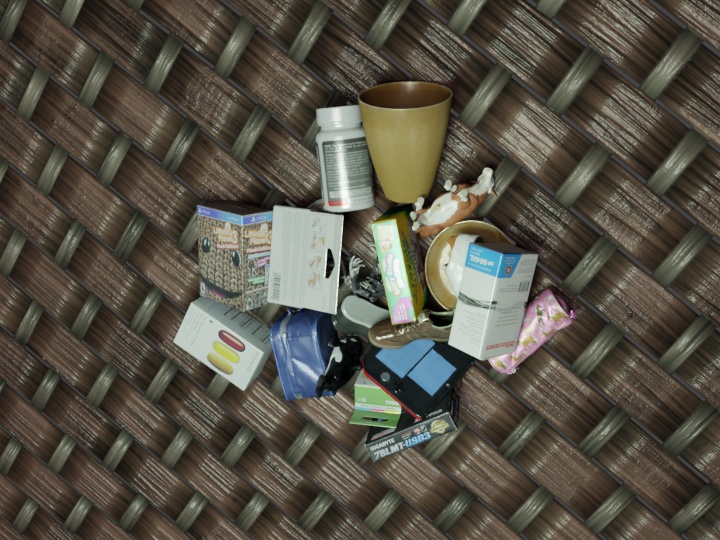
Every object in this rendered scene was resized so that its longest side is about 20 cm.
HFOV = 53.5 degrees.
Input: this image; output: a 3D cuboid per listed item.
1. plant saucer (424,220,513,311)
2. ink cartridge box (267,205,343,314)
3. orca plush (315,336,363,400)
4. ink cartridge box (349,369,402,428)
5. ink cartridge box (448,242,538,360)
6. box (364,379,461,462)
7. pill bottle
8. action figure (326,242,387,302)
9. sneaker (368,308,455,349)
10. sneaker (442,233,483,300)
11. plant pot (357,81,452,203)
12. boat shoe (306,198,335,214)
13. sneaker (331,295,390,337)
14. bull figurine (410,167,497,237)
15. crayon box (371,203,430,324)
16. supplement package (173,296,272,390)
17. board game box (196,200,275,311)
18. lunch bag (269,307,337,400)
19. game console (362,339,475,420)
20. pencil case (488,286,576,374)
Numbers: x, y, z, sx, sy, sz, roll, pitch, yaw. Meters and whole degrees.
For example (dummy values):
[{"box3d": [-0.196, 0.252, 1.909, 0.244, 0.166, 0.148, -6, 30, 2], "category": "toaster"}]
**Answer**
[{"box3d": [0.232, -0.005, 1.483, 0.194, 0.035, 0.207, 4, 105, 13], "category": "plant saucer"}, {"box3d": [-0.108, -0.024, 1.481, 0.172, 0.044, 0.207, 9, 99, 26], "category": "ink cartridge box"}, {"box3d": [-0.031, 0.196, 1.511, 0.069, 0.199, 0.109, -8, 96, 23], "category": "orca plush"}, {"box3d": [0.045, 0.249, 1.508, 0.101, 0.200, 0.061, 4, 111, 13], "category": "ink cartridge box"}, {"box3d": [0.256, 0.056, 1.379, 0.083, 0.144, 0.206, 21, 104, 39], "category": "ink cartridge box"}, {"box3d": [0.115, 0.297, 1.502, 0.196, 0.199, 0.051, -27, 102, 19], "category": "box"}, {"box3d": [-0.032, -0.230, 1.456, 0.110, 0.114, 0.206, -2, 103, 15], "category": "pill bottle"}, {"box3d": [0.000, 0.000, 1.506, 0.195, 0.119, 0.105, 22, 117, 15], "category": "action figure"}, {"box3d": [0.112, 0.108, 1.475, 0.194, 0.072, 0.077, -6, 141, -12], "category": "sneaker"}, {"box3d": [0.211, 0.023, 1.452, 0.083, 0.072, 0.206, 10, 111, 38], "category": "sneaker"}, {"box3d": [0.091, -0.246, 1.401, 0.181, 0.188, 0.205, 3, 120, 13], "category": "plant pot"}, {"box3d": [-0.125, -0.068, 1.548, 0.072, 0.062, 0.201, 39, 110, 2], "category": "boat shoe"}, {"box3d": [0.022, 0.122, 1.561, 0.197, 0.072, 0.099, 31, 154, -20], "category": "sneaker"}, {"box3d": [0.183, -0.134, 1.420, 0.198, 0.121, 0.066, -38, 67, 19], "category": "bull figurine"}, {"box3d": [0.085, -0.017, 1.446, 0.057, 0.173, 0.206, -10, 102, 16], "category": "crayon box"}, {"box3d": [-0.303, 0.156, 1.625, 0.197, 0.110, 0.116, 32, 110, 5], "category": "supplement package"}, {"box3d": [-0.268, -0.035, 1.544, 0.157, 0.096, 0.207, 13, 109, 39], "category": "board game box"}, {"box3d": [-0.124, 0.176, 1.569, 0.128, 0.136, 0.206, -10, 102, 16], "category": "lunch bag"}, {"box3d": [0.118, 0.190, 1.473, 0.175, 0.199, 0.032, 34, 145, 24], "category": "game console"}, {"box3d": [0.345, 0.124, 1.462, 0.086, 0.083, 0.200, 42, 109, -8], "category": "pencil case"}]
